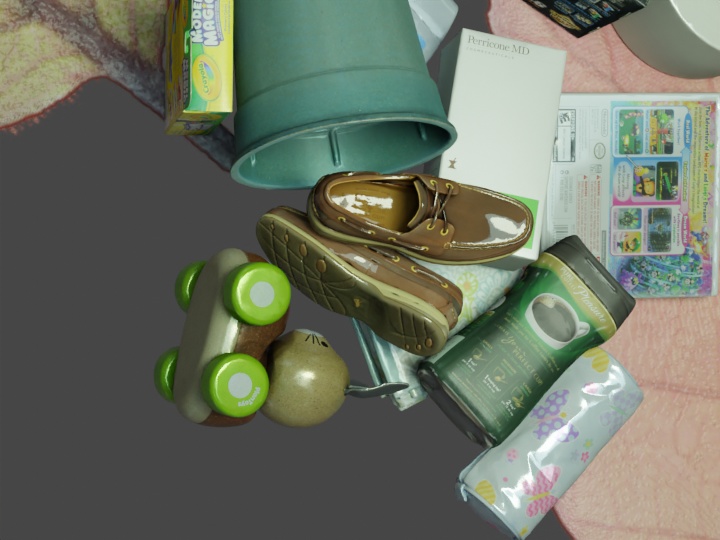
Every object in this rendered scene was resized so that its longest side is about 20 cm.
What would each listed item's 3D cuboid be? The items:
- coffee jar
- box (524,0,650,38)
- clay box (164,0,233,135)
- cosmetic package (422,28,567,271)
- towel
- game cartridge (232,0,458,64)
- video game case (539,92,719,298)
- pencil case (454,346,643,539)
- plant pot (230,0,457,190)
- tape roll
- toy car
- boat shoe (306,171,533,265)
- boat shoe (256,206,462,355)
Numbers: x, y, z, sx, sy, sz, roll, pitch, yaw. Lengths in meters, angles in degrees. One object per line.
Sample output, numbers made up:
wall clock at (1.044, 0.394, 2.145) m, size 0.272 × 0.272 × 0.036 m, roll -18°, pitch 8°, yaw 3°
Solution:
coffee jar at (0.155, 0.063, 1.650) m, size 0.200 × 0.085 × 0.104 m, roll -41°, pitch 89°, yaw -14°
box at (0.166, -0.301, 1.673) m, size 0.200 × 0.159 × 0.046 m, roll 33°, pitch 78°, yaw -11°
clay box at (-0.141, -0.185, 1.566) m, size 0.048 × 0.200 × 0.115 m, roll 0°, pitch 88°, yaw -12°
cosmetic package at (0.117, -0.109, 1.652) m, size 0.107 × 0.085 × 0.200 m, roll 10°, pitch 81°, yaw -9°
towel at (0.068, 0.012, 1.697) m, size 0.171 × 0.048 × 0.200 m, roll -21°, pitch 94°, yaw -18°
game cartridge at (-0.007, -0.218, 1.689) m, size 0.200 × 0.040 × 0.133 m, roll -45°, pitch 103°, yaw -12°
video game case at (0.261, -0.072, 1.741) m, size 0.182 × 0.024 × 0.200 m, roll -1°, pitch 97°, yaw -11°
pencil case at (0.179, 0.160, 1.699) m, size 0.200 × 0.083 × 0.091 m, roll -49°, pitch 116°, yaw -10°
plant pot at (-0.030, -0.192, 1.572) m, size 0.200 × 0.200 × 0.196 m, roll -6°, pitch 77°, yaw -15°
tape roll at (0.350, -0.292, 1.732) m, size 0.202 × 0.139 × 0.203 m, roll 1°, pitch 88°, yaw -14°
toy car at (-0.060, 0.076, 1.608) m, size 0.200 × 0.164 × 0.158 m, roll 16°, pitch 84°, yaw -23°
boat shoe at (0.055, -0.048, 1.554) m, size 0.200 × 0.068 × 0.072 m, roll 7°, pitch 80°, yaw -6°
boat shoe at (0.000, 0.000, 1.615) m, size 0.200 × 0.072 × 0.068 m, roll 31°, pitch 54°, yaw 9°
